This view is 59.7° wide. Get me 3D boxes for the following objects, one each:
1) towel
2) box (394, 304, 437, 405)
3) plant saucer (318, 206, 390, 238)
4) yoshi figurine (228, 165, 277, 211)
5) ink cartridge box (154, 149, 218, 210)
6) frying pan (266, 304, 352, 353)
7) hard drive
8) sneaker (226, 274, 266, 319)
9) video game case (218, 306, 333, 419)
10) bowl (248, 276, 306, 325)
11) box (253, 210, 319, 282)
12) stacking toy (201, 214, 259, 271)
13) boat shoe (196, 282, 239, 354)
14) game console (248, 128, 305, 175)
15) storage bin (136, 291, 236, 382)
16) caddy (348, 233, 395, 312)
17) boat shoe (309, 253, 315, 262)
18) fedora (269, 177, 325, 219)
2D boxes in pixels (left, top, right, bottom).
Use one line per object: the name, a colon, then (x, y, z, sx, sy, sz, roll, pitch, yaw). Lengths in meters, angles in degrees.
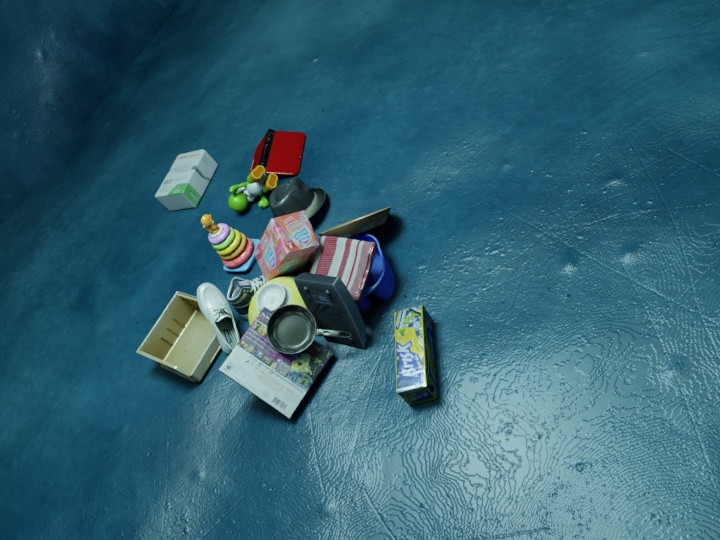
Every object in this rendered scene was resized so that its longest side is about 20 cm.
towel: (-0.051, -0.008, 1.486, 0.200, 0.023, 0.144, 11, 82, 47)
box: (0.116, 0.178, 1.332, 0.070, 0.064, 0.200, -17, 47, 22)
plant saucer: (-0.010, -0.113, 1.610, 0.200, 0.036, 0.200, -21, 5, 2)
yoshi figurine: (-0.345, -0.239, 1.945, 0.200, 0.112, 0.113, -27, 81, 49)
ink cartridge box: (-0.610, -0.318, 2.210, 0.146, 0.084, 0.200, -2, 55, 33)
frying pan: (-0.121, 0.125, 1.440, 0.190, 0.031, 0.115, -14, 74, -3)
hard drive: (-0.063, 0.089, 1.434, 0.135, 0.200, 0.042, 7, 45, 38)
sneaker: (-0.268, 0.034, 1.676, 0.200, 0.109, 0.070, -44, 44, -4)
video game case: (-0.193, 0.212, 1.452, 0.200, 0.036, 0.181, 33, 74, 4)
bowl: (-0.202, 0.090, 1.561, 0.200, 0.108, 0.201, -10, 59, 16)
box: (-0.191, -0.055, 1.594, 0.094, 0.200, 0.103, -18, 76, -29)
stacking toy: (-0.391, -0.091, 1.794, 0.110, 0.200, 0.116, 3, 59, 35)
boat shoe: (-0.357, 0.119, 1.624, 0.073, 0.200, 0.067, -28, 1, -28)
game console: (-0.280, -0.359, 2.068, 0.172, 0.118, 0.200, -43, 32, 45)
storage bin: (-0.469, 0.180, 1.707, 0.198, 0.094, 0.200, 11, 63, 40)
caddy: (0.000, 0.000, 1.522, 0.141, 0.105, 0.200, -29, 45, 13)
boat shoe: (-0.151, -0.071, 1.700, 0.200, 0.067, 0.074, 20, 69, 43)
fedora: (-0.198, -0.200, 1.800, 0.200, 0.092, 0.201, -22, 33, 15)
